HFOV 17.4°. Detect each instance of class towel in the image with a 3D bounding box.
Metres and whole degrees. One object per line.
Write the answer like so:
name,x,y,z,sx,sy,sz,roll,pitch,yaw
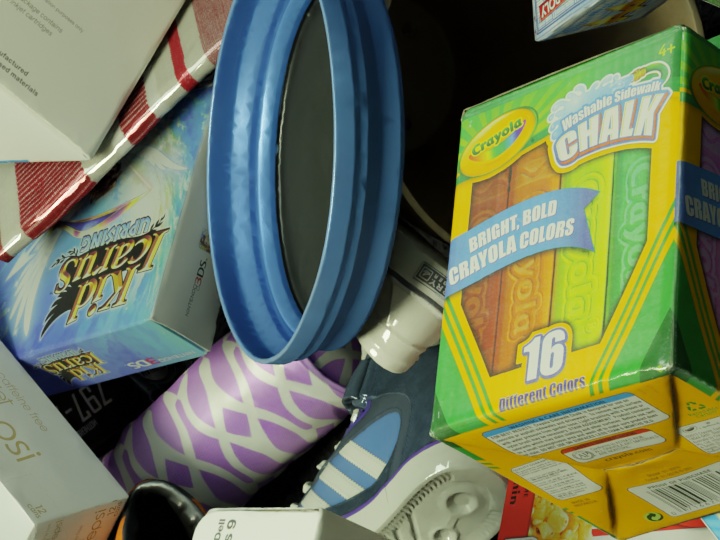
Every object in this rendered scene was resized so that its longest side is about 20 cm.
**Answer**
towel,-0.131,-0.104,1.287,0.200,0.023,0.144,-42,31,16

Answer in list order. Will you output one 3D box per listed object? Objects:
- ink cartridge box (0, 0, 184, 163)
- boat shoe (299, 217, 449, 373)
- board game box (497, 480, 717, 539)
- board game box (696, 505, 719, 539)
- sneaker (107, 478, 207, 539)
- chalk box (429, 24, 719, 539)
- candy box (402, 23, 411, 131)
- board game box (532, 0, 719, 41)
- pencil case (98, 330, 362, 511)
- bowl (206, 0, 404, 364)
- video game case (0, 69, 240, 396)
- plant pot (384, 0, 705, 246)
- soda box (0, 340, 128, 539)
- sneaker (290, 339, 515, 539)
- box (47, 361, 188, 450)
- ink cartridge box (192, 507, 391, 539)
ink cartridge box,-0.182,-0.180,1.272,0.147,0.144,0.201,1,57,55
boat shoe,0.000,0.000,1.196,0.066,0.072,0.200,-54,28,4
board game box,0.156,0.077,1.068,0.199,0.046,0.152,-13,57,45
board game box,0.185,0.049,0.983,0.135,0.034,0.200,-51,38,13
sneaker,-0.103,0.205,1.215,0.112,0.077,0.201,115,144,-70
chalk box,0.119,-0.012,0.968,0.124,0.124,0.201,-21,52,40
candy box,-0.022,-0.116,1.358,0.056,0.116,0.201,28,90,55
board game box,0.155,-0.188,1.128,0.062,0.199,0.201,-31,43,58
pencil case,-0.074,0.086,1.318,0.200,0.084,0.086,-41,17,26
bowl,-0.028,-0.056,1.128,0.200,0.039,0.202,-179,90,-70
video game case,-0.138,-0.027,1.296,0.199,0.045,0.182,-16,53,46
plant pot,0.050,-0.102,1.228,0.188,0.187,0.200,-65,24,-5
soda box,-0.214,0.080,1.250,0.200,0.068,0.064,46,126,26
sneaker,0.010,0.102,1.218,0.200,0.080,0.147,-43,29,32
box,-0.213,0.111,1.380,0.200,0.044,0.160,-37,6,-31
ink cartridge box,0.008,0.204,1.034,0.084,0.199,0.147,-7,62,47
